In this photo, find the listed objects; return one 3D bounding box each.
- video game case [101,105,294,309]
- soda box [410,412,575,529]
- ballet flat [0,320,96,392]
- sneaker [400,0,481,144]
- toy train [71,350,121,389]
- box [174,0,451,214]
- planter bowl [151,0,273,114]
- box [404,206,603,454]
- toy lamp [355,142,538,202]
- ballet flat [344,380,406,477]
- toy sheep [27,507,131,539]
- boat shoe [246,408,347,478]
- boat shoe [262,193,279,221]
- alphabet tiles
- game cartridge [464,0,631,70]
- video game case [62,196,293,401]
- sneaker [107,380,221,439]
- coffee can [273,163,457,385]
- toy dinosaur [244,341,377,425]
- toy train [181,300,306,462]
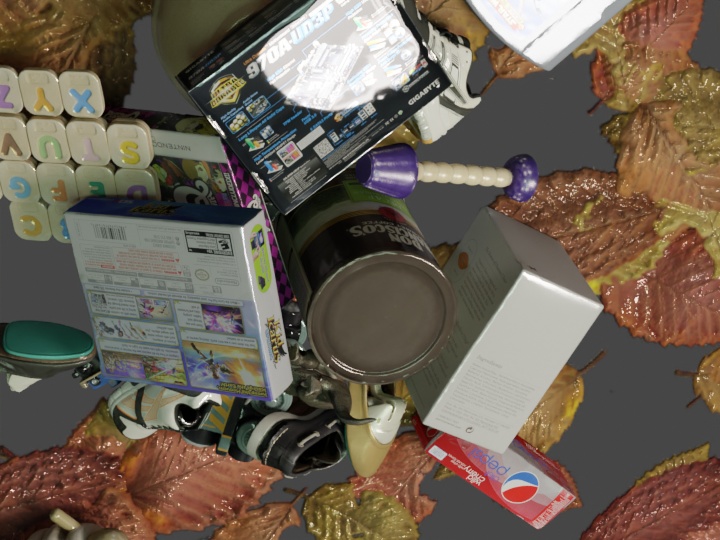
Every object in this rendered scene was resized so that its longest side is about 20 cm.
[{"bbox_3d":[-0.165,-0.060,1.502,0.036,0.181,0.200,-44,131,-38],"label":"video game case"},{"bbox_3d":[0.152,0.215,1.779,0.200,0.070,0.063,37,104,-28],"label":"soda box"},{"bbox_3d":[-0.372,0.083,1.586,0.200,0.068,0.068,9,126,-7],"label":"ballet flat"},{"bbox_3d":[0.062,-0.220,1.515,0.088,0.076,0.200,-32,138,-8],"label":"sneaker"},{"bbox_3d":[-0.216,0.075,1.603,0.200,0.034,0.046,-26,112,23],"label":"toy train"},{"bbox_3d":[-0.038,-0.168,1.376,0.200,0.046,0.159,-38,125,0],"label":"box"},{"bbox_3d":[-0.088,-0.211,1.448,0.200,0.135,0.200,-6,120,-11],"label":"planter bowl"},{"bbox_3d":[0.140,0.063,1.644,0.106,0.152,0.200,24,111,-23],"label":"box"},{"bbox_3d":[0.087,-0.098,1.570,0.200,0.058,0.058,1,119,-30],"label":"toy lamp"},{"bbox_3d":[0.018,0.122,1.651,0.069,0.063,0.200,-4,92,-53],"label":"ballet flat"},{"bbox_3d":[-0.329,0.341,1.700,0.200,0.138,0.138,-32,122,22],"label":"toy sheep"},{"bbox_3d":[-0.045,0.184,1.661,0.074,0.060,0.200,-61,155,9],"label":"boat shoe"},{"bbox_3d":[-0.088,-0.089,1.542,0.200,0.066,0.070,-39,93,8],"label":"boat shoe"},{"bbox_3d":[-0.291,-0.105,1.475,0.200,0.015,0.196,4,127,11],"label":"alphabet tiles"},{"bbox_3d":[0.164,-0.295,1.522,0.133,0.042,0.200,-43,119,6],"label":"game cartridge"},{"bbox_3d":[-0.171,0.025,1.463,0.200,0.045,0.182,6,118,27],"label":"video game case"},{"bbox_3d":[-0.203,0.140,1.604,0.074,0.080,0.200,-10,159,-32],"label":"sneaker"},{"bbox_3d":[0.000,0.000,1.547,0.146,0.200,0.147,-6,119,-11],"label":"coffee can"},{"bbox_3d":[-0.057,0.103,1.527,0.102,0.200,0.077,31,72,-61],"label":"toy dinosaur"},{"bbox_3d":[-0.127,0.112,1.652,0.114,0.085,0.200,16,116,-8],"label":"toy train"}]
